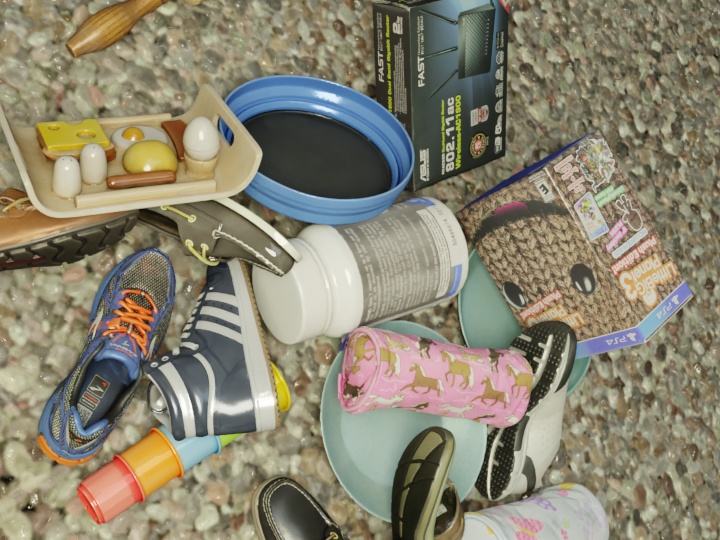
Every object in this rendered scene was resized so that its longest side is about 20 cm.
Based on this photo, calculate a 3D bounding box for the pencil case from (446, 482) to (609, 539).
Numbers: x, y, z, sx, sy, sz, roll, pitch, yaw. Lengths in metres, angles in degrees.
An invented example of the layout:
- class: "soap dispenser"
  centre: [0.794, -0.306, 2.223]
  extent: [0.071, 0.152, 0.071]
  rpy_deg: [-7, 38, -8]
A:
- class: "pencil case"
  centre: [0.169, 0.269, 0.929]
  extent: [0.198, 0.083, 0.091]
  rpy_deg: [-1, 46, -47]

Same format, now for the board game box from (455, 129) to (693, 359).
- class: "board game box"
  centre: [0.223, -0.018, 0.982]
  extent: [0.096, 0.159, 0.202]
  rpy_deg: [-33, 93, -32]

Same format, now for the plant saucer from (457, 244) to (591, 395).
- class: "plant saucer"
  centre: [0.183, 0.054, 1.053]
  extent: [0.198, 0.036, 0.203]
  rpy_deg: [9, 71, -29]

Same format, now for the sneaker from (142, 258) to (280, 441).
- class: "sneaker"
  centre: [-0.142, 0.062, 0.813]
  extent: [0.107, 0.071, 0.201]
  rpy_deg: [-11, 48, -12]

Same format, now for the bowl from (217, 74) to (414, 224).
- class: "bowl"
  centre: [-0.045, -0.121, 0.912]
  extent: [0.198, 0.040, 0.202]
  rpy_deg: [11, 42, -10]

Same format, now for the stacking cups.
- class: "stacking cups"
  centre: [-0.157, 0.147, 0.815]
  extent: [0.199, 0.060, 0.061]
  rpy_deg: [-29, 91, -30]

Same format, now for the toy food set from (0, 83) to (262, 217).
- class: "toy food set"
  centre: [-0.200, -0.116, 0.788]
  extent: [0.198, 0.061, 0.144]
  rpy_deg: [-9, 40, -29]

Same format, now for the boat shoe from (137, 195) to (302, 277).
- class: "boat shoe"
  centre: [-0.143, -0.039, 0.827]
  extent: [0.200, 0.072, 0.061]
  rpy_deg: [29, 75, 22]

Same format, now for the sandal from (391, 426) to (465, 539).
- class: "sandal"
  centre: [0.065, 0.242, 0.860]
  extent: [0.056, 0.080, 0.204]
  rpy_deg: [2, 100, -20]

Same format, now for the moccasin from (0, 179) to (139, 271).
- class: "moccasin"
  centre: [-0.287, -0.040, 0.773]
  extent: [0.198, 0.074, 0.079]
  rpy_deg: [-14, 74, -13]

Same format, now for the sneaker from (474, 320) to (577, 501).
- class: "sneaker"
  centre: [0.183, 0.147, 0.977]
  extent: [0.079, 0.074, 0.203]
  rpy_deg: [9, 107, -38]

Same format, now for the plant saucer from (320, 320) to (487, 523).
- class: "plant saucer"
  centre: [0.039, 0.154, 0.936]
  extent: [0.198, 0.039, 0.204]
  rpy_deg: [9, 72, -28]

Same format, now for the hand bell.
- class: "hand bell"
  centre: [-0.203, -0.268, 0.902]
  extent: [0.199, 0.104, 0.105]
  rpy_deg: [-38, 96, -20]

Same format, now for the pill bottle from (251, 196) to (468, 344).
- class: "pill bottle"
  centre: [0.000, 0.000, 0.913]
  extent: [0.198, 0.113, 0.115]
  rpy_deg: [-16, 84, -33]

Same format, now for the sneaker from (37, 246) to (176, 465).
- class: "sneaker"
  centre: [-0.205, 0.070, 0.791]
  extent: [0.075, 0.078, 0.202]
  rpy_deg: [27, 64, -22]

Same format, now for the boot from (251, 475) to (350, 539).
- class: "boot"
  centre: [-0.007, 0.265, 0.808]
  extent: [0.073, 0.150, 0.202]
  rpy_deg: [-30, 92, -33]

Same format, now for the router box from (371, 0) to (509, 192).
- class: "router box"
  centre: [0.089, -0.203, 0.998]
  extent: [0.149, 0.062, 0.203]
  rpy_deg: [-24, 123, -33]

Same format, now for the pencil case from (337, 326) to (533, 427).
- class: "pencil case"
  centre: [0.074, 0.106, 0.893]
  extent: [0.198, 0.086, 0.084]
  rpy_deg: [10, 102, -29]
